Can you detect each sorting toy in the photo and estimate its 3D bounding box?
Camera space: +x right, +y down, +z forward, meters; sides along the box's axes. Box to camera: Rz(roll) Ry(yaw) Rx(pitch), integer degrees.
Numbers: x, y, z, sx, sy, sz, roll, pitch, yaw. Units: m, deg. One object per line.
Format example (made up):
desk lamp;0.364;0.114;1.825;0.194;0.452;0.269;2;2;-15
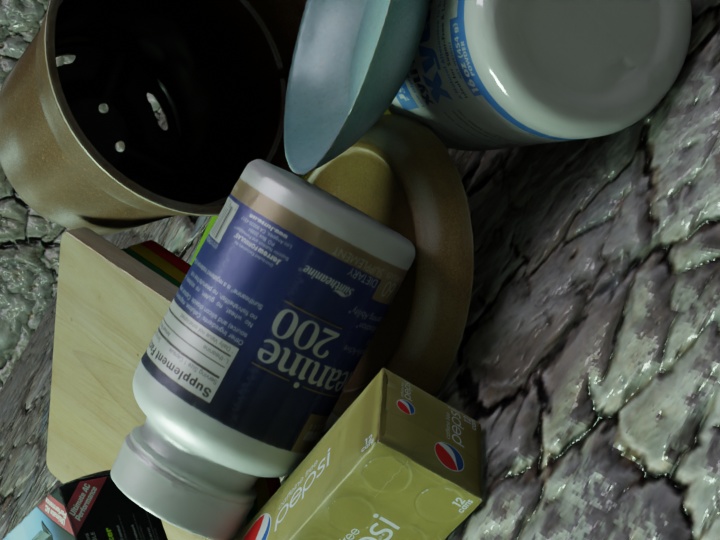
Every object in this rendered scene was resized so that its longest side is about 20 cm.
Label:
sorting toy;-0.128;0.093;1.024;0.200;0.069;0.199;30;122;36

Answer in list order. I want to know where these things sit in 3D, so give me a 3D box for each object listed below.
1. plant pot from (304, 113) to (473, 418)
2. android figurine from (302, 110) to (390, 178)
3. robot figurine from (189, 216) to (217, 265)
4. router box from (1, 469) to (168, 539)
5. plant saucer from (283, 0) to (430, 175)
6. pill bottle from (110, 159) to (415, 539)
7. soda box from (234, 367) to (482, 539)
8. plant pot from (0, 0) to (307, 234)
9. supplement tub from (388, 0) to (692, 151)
plant pot;0.000;0.000;0.927;0.200;0.027;0.201;-11;77;56
android figurine;-0.034;-0.053;1.060;0.182;0.041;0.200;-42;56;8
robot figurine;-0.067;-0.014;1.169;0.200;0.115;0.175;-67;9;-26
router box;-0.158;0.240;0.888;0.150;0.062;0.200;-43;62;43
plant saucer;0.005;-0.150;0.874;0.201;0.039;0.202;-166;90;-72
pill bottle;-0.061;0.047;0.844;0.200;0.111;0.111;-61;15;4
soda box;-0.017;0.150;0.808;0.200;0.068;0.064;-51;17;28
plant pot;-0.150;-0.117;1.013;0.198;0.200;0.201;-18;44;58
supplement tub;0.093;-0.138;0.871;0.132;0.132;0.200;-62;16;-8
